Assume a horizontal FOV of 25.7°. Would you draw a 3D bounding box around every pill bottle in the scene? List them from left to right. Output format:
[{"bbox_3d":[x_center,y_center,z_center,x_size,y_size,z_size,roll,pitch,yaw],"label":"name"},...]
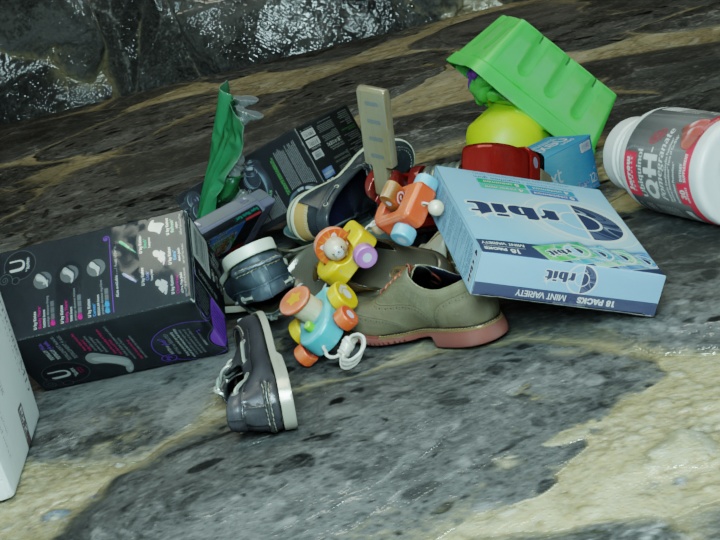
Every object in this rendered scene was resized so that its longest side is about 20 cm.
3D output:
[{"bbox_3d":[0.335,-0.110,1.618,0.110,0.111,0.200,-20,16,-19],"label":"pill bottle"}]

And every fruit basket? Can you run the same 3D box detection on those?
[{"bbox_3d":[0.191,-0.186,1.954,0.215,0.216,0.156,-17,15,-8],"label":"fruit basket"}]

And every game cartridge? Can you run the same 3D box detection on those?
[{"bbox_3d":[-0.175,-0.012,1.729,0.130,0.038,0.200,-53,-10,33],"label":"game cartridge"}]

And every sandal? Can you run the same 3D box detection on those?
[{"bbox_3d":[0.000,0.000,1.587,0.200,0.082,0.055,6,-20,39],"label":"sandal"}]

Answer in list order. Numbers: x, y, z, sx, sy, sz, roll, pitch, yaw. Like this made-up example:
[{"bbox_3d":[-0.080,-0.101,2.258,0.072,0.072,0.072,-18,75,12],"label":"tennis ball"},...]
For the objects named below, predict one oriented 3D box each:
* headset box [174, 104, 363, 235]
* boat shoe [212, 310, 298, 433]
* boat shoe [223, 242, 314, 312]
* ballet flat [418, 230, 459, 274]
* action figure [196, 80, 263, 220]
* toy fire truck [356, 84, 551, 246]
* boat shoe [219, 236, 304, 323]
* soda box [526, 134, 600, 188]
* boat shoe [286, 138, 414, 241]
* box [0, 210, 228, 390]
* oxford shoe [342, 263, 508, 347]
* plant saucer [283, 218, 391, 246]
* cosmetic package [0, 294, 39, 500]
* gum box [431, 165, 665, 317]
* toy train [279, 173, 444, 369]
[{"bbox_3d":[-0.105,-0.105,1.920,0.200,0.093,0.174,-27,4,24],"label":"headset box"},{"bbox_3d":[-0.101,0.089,1.389,0.063,0.073,0.200,-13,20,-8],"label":"boat shoe"},{"bbox_3d":[-0.083,0.002,1.696,0.201,0.060,0.072,-11,16,12],"label":"boat shoe"},{"bbox_3d":[0.109,-0.019,1.591,0.199,0.064,0.067,-6,18,28],"label":"ballet flat"},{"bbox_3d":[-0.154,-0.100,1.797,0.055,0.200,0.118,9,30,-15],"label":"action figure"},{"bbox_3d":[0.081,-0.103,1.606,0.176,0.129,0.200,-7,-18,30],"label":"toy fire truck"},{"bbox_3d":[-0.094,0.017,1.551,0.075,0.062,0.200,-22,-9,-10],"label":"boat shoe"},{"bbox_3d":[0.182,-0.093,1.787,0.200,0.064,0.068,-27,20,-39],"label":"soda box"},{"bbox_3d":[0.003,-0.089,1.778,0.062,0.075,0.200,7,31,42],"label":"boat shoe"},{"bbox_3d":[-0.244,0.032,1.562,0.199,0.106,0.122,-13,-29,7],"label":"box"},{"bbox_3d":[0.048,0.026,1.466,0.200,0.075,0.070,-2,20,39],"label":"oxford shoe"},{"bbox_3d":[0.011,-0.054,1.852,0.200,0.039,0.201,-13,16,4],"label":"plant saucer"},{"bbox_3d":[-0.395,0.112,1.398,0.164,0.165,0.200,-14,17,0],"label":"cosmetic package"},{"bbox_3d":[0.162,-0.029,1.432,0.169,0.045,0.200,8,24,-13],"label":"gum box"},{"bbox_3d":[-0.008,-0.006,1.460,0.150,0.056,0.200,-10,49,59],"label":"toy train"}]
